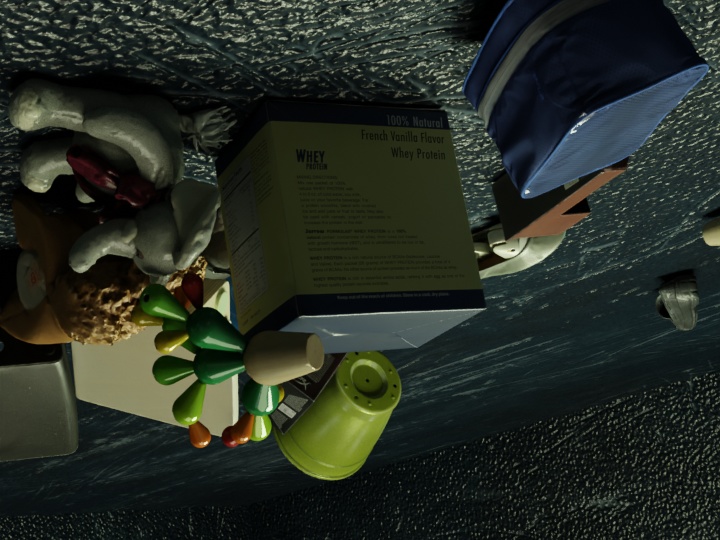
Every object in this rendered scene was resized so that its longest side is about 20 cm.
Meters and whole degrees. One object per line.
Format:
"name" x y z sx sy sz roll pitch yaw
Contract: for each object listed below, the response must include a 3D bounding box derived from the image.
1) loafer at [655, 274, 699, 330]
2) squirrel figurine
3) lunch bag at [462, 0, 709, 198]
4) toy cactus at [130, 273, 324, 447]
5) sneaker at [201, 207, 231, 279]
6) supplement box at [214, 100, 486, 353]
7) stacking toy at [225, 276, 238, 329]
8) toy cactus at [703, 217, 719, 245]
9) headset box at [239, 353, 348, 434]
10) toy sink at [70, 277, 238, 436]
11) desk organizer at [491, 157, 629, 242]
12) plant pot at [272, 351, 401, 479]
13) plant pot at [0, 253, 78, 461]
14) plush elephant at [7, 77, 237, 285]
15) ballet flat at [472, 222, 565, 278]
"loafer" 0.540 0.056 2.044 0.069 0.069 0.201 -6 160 13
"squirrel figurine" -0.229 0.006 1.173 0.185 0.143 0.199 -5 -161 -42
"lunch bag" 0.169 -0.160 0.966 0.135 0.133 0.200 -22 167 -18
"toy cactus" -0.105 0.076 1.033 0.163 0.103 0.201 -9 122 27
"sneaker" -0.140 -0.020 1.316 0.073 0.080 0.200 -4 163 -26
"supplement box" -0.013 -0.037 1.124 0.198 0.202 0.134 -1 162 -30
"stacking toy" -0.112 0.030 1.499 0.115 0.111 0.200 -18 174 14
"toy cactus" 0.545 -0.057 1.621 0.198 0.104 0.164 -9 176 -38
"headset box" -0.051 0.085 1.469 0.077 0.201 0.149 35 152 -2
"toy sink" -0.207 0.081 1.321 0.198 0.132 0.112 11 -150 17
"desk organizer" 0.229 -0.101 1.302 0.076 0.073 0.200 -5 163 -25
"plant pot" -0.027 0.230 2.073 0.198 0.202 0.193 0 148 -33
"plant pot" -0.414 0.085 1.319 0.198 0.201 0.178 -4 151 -23
"plush elephant" -0.193 -0.059 1.009 0.198 0.157 0.165 -4 162 -21
"ballet flat" 0.167 -0.026 1.523 0.199 0.068 0.063 -23 153 35
